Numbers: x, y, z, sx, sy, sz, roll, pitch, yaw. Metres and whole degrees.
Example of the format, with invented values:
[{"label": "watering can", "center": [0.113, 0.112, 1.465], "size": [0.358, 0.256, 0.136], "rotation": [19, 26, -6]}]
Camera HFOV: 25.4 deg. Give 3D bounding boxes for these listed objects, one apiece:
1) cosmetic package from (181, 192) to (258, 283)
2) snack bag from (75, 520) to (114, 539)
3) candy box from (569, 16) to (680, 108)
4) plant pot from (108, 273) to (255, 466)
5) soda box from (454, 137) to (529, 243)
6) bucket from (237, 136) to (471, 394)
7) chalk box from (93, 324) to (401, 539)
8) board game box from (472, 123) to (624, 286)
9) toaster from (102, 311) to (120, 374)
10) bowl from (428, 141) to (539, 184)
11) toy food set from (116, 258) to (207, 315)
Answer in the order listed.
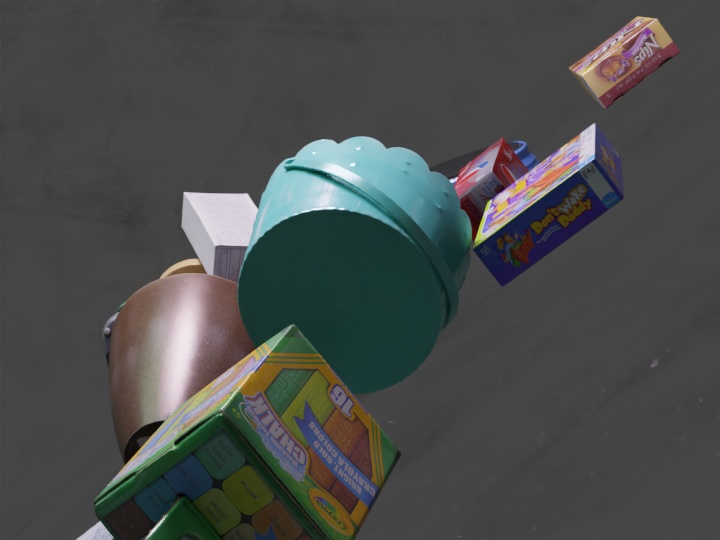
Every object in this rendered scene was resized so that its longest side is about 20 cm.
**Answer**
[{"label": "cosmetic package", "center": [-0.153, -0.039, 1.874], "size": [0.082, 0.051, 0.200], "rotation": [3, 19, -17]}, {"label": "snack bag", "center": [-0.314, 0.312, 1.707], "size": [0.188, 0.021, 0.200], "rotation": [-39, 6, 3]}, {"label": "candy box", "center": [0.334, -0.268, 2.034], "size": [0.116, 0.057, 0.200], "rotation": [-37, 7, 8]}, {"label": "plant pot", "center": [-0.176, 0.132, 1.595], "size": [0.187, 0.187, 0.200], "rotation": [-36, 21, 20]}, {"label": "soda box", "center": [0.142, -0.082, 1.700], "size": [0.063, 0.070, 0.200], "rotation": [-38, 6, 15]}, {"label": "bucket", "center": [-0.006, -0.002, 1.381], "size": [0.207, 0.207, 0.135], "rotation": [-36, 16, 24]}, {"label": "chalk box", "center": [-0.076, 0.145, 1.035], "size": [0.124, 0.125, 0.200], "rotation": [-36, 7, 23]}, {"label": "board game box", "center": [0.176, -0.064, 1.477], "size": [0.134, 0.045, 0.200], "rotation": [-37, 6, 15]}, {"label": "toaster", "center": [-0.207, 0.124, 1.807], "size": [0.113, 0.201, 0.129], "rotation": [-19, -1, 14]}, {"label": "bowl", "center": [0.116, -0.105, 1.909], "size": [0.200, 0.040, 0.201], "rotation": [-20, 10, 4]}, {"label": "toy food set", "center": [-0.201, 0.088, 1.928], "size": [0.198, 0.200, 0.049], "rotation": [-36, 34, 21]}]
